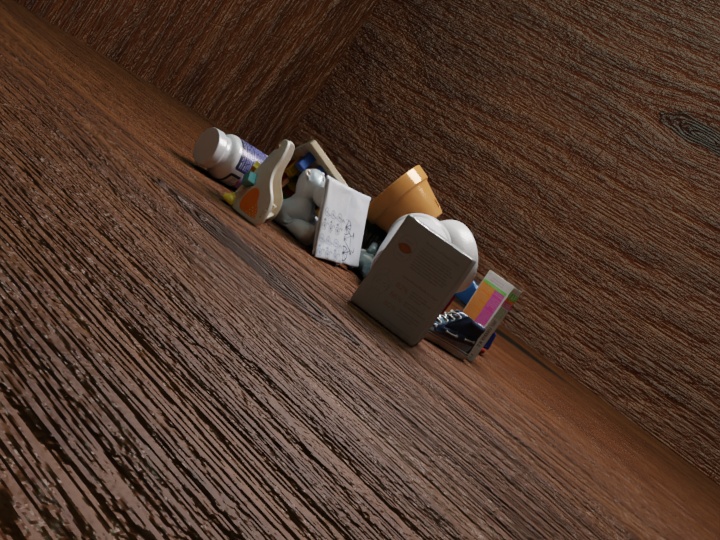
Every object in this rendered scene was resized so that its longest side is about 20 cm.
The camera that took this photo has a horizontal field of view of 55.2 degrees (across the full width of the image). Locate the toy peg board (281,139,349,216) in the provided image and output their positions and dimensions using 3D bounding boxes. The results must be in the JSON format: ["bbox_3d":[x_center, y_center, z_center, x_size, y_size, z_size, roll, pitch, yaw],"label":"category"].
[{"bbox_3d":[-0.139,-0.207,1.775,0.200,0.098,0.199,53,-29,-19],"label":"toy peg board"}]

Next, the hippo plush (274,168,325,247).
[{"bbox_3d":[-0.124,-0.162,1.672,0.200,0.161,0.159,36,7,14],"label":"hippo plush"}]

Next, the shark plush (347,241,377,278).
[{"bbox_3d":[0.000,0.000,1.736,0.083,0.091,0.200,13,34,-17],"label":"shark plush"}]

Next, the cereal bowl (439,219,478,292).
[{"bbox_3d":[0.219,-0.035,1.842,0.083,0.201,0.200,-6,29,-31],"label":"cereal bowl"}]

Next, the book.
[{"bbox_3d":[0.293,0.108,1.651,0.048,0.200,0.134,33,7,-17],"label":"book"}]

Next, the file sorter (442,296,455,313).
[{"bbox_3d":[0.206,0.007,2.041,0.200,0.139,0.125,35,41,5],"label":"file sorter"}]

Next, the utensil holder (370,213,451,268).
[{"bbox_3d":[0.123,-0.029,1.690,0.170,0.170,0.200,35,29,0],"label":"utensil holder"}]

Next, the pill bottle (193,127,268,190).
[{"bbox_3d":[-0.304,-0.262,1.690,0.200,0.116,0.116,29,9,-48],"label":"pill bottle"}]

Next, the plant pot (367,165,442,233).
[{"bbox_3d":[0.124,-0.164,1.840,0.140,0.200,0.200,50,7,1],"label":"plant pot"}]

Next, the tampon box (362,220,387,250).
[{"bbox_3d":[0.007,-0.087,1.961,0.200,0.127,0.150,36,6,6],"label":"tampon box"}]

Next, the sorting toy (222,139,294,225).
[{"bbox_3d":[-0.198,-0.201,1.486,0.107,0.180,0.200,34,6,-4],"label":"sorting toy"}]

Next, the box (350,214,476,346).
[{"bbox_3d":[0.105,0.019,1.330,0.152,0.200,0.106,37,6,12],"label":"box"}]

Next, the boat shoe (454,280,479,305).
[{"bbox_3d":[0.303,0.070,1.905,0.200,0.084,0.069,55,12,17],"label":"boat shoe"}]

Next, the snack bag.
[{"bbox_3d":[-0.039,-0.105,1.623,0.021,0.190,0.200,6,-7,32],"label":"snack bag"}]

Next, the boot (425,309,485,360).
[{"bbox_3d":[0.179,0.114,1.515,0.200,0.091,0.073,32,7,-27],"label":"boot"}]

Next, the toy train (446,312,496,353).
[{"bbox_3d":[0.262,0.141,1.837,0.200,0.085,0.116,30,-3,-37],"label":"toy train"}]
